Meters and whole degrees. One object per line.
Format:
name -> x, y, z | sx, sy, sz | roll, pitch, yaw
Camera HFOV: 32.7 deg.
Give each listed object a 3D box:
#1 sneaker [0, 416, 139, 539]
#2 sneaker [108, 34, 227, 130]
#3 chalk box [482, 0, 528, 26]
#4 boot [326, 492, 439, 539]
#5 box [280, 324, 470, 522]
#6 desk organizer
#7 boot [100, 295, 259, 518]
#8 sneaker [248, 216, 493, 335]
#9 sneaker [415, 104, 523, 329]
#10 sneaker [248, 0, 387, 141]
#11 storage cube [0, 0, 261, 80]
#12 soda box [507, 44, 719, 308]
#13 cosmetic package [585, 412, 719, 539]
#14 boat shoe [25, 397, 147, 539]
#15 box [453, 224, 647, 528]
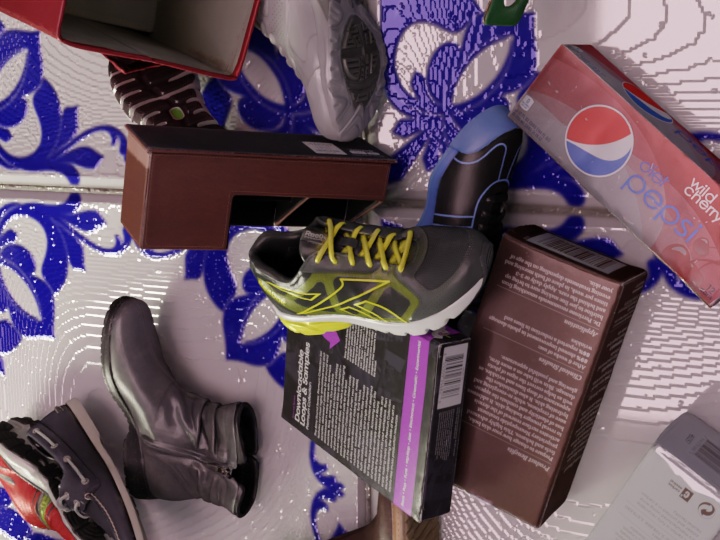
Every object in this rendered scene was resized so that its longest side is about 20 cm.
sneaker -> -0.287, 0.226, 1.189 | 0.200, 0.077, 0.085 | 39, 126, 26
sneaker -> -0.160, -0.108, 1.059 | 0.116, 0.075, 0.201 | 89, 157, -51
chalk box -> 0.124, -0.268, 0.842 | 0.123, 0.125, 0.202 | 14, 106, 27
boot -> -0.019, 0.246, 1.031 | 0.165, 0.072, 0.202 | 4, 104, 27
box -> 0.005, 0.086, 0.963 | 0.199, 0.036, 0.144 | 28, 119, 48
desk organizer -> -0.080, -0.062, 0.945 | 0.072, 0.198, 0.078 | -140, 54, -58
boot -> -0.153, 0.118, 1.096 | 0.131, 0.070, 0.202 | 0, 110, 28
sneaker -> 0.000, 0.000, 0.883 | 0.199, 0.085, 0.075 | -12, 49, 34
sneaker -> 0.083, -0.025, 0.931 | 0.078, 0.070, 0.201 | 44, 125, 27
sneaker -> -0.042, -0.196, 0.982 | 0.099, 0.078, 0.202 | -15, 82, 37
storage cube -> -0.187, -0.266, 0.955 | 0.179, 0.170, 0.202 | 30, 108, 42
soda box -> 0.203, -0.071, 0.862 | 0.200, 0.063, 0.070 | 46, 117, 15
cosmetic package -> 0.199, 0.209, 0.889 | 0.074, 0.101, 0.201 | 38, 113, 19
boat shoe -> -0.249, 0.203, 1.120 | 0.200, 0.062, 0.073 | 51, 157, 38
box -> 0.132, 0.077, 0.922 | 0.100, 0.075, 0.202 | 25, 107, 23
